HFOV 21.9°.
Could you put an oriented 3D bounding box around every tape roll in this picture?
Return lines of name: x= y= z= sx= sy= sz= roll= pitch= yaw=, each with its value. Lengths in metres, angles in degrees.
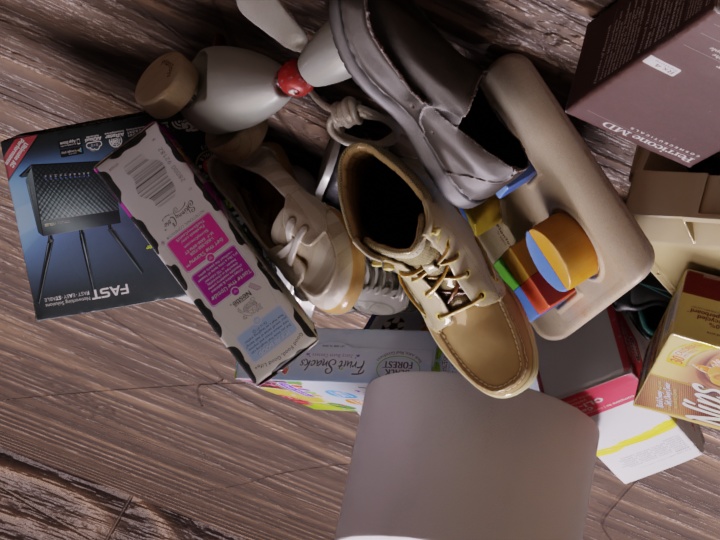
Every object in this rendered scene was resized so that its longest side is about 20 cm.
tape roll: x=0.087 y=0.181 z=1.521 sx=0.202 sy=0.140 sz=0.203 roll=12 pitch=160 yaw=4

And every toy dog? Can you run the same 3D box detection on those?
toy dog: x=-0.065 y=-0.154 z=1.353 sx=0.199 sy=0.097 sz=0.132 roll=-5 pitch=146 yaw=21

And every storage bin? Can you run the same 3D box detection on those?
storage bin: x=0.315 y=-0.024 z=1.328 sx=0.199 sy=0.094 sz=0.198 roll=5 pitch=158 yaw=35

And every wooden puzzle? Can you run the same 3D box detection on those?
wooden puzzle: x=0.119 y=-0.043 z=1.369 sx=0.186 sy=0.046 sz=0.200 roll=58 pitch=159 yaw=7

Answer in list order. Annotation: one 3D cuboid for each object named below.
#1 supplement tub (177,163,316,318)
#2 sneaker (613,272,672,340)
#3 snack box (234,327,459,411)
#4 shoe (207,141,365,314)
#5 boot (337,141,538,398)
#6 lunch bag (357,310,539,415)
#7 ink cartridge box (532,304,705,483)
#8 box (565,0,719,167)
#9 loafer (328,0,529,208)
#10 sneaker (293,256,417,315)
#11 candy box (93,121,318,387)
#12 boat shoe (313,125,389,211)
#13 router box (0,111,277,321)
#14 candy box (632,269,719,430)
supplement tub: x=-0.120 y=-0.038 z=1.608 sx=0.199 sy=0.145 sz=0.144 roll=18 pitch=162 yaw=-2
sneaker: x=0.258 y=0.029 z=1.530 sx=0.075 sy=0.080 sz=0.200 roll=-4 pitch=154 yaw=39
snack box: x=0.010 y=0.089 z=1.619 sx=0.199 sy=0.053 sz=0.142 roll=0 pitch=166 yaw=30
shoe: x=-0.058 y=-0.033 z=1.378 sx=0.053 sy=0.070 sz=0.200 roll=7 pitch=-152 yaw=-33
boot: x=0.055 y=0.001 z=1.340 sx=0.073 sy=0.201 sz=0.155 roll=-28 pitch=170 yaw=11
lunch bag: x=0.090 y=0.084 z=1.729 sx=0.199 sy=0.160 sz=0.076 roll=5 pitch=132 yaw=33
ink cartridge box: x=0.214 y=0.078 z=1.602 sx=0.083 sy=0.146 sz=0.200 roll=-24 pitch=145 yaw=17
box: x=0.215 y=-0.136 z=1.133 sx=0.100 sy=0.075 sz=0.200 roll=22 pitch=163 yaw=-13
loafer: x=0.053 y=-0.133 z=1.258 sx=0.071 sy=0.073 sz=0.200 roll=-15 pitch=126 yaw=37
sneaker: x=0.000 y=0.000 z=1.490 sx=0.081 sy=0.076 sz=0.200 roll=13 pitch=177 yaw=15
candy box: x=-0.114 y=-0.015 z=1.398 sx=0.200 sy=0.061 sz=0.136 roll=53 pitch=180 yaw=-4
boat shoe: x=0.001 y=-0.071 z=1.476 sx=0.060 sy=0.074 sz=0.200 roll=21 pitch=173 yaw=4
router box: x=-0.179 y=-0.051 z=1.502 sx=0.199 sy=0.151 sz=0.062 roll=-10 pitch=-171 yaw=6
candy box: x=0.277 y=0.068 z=1.390 sx=0.115 sy=0.056 sz=0.200 roll=16 pitch=162 yaw=5
